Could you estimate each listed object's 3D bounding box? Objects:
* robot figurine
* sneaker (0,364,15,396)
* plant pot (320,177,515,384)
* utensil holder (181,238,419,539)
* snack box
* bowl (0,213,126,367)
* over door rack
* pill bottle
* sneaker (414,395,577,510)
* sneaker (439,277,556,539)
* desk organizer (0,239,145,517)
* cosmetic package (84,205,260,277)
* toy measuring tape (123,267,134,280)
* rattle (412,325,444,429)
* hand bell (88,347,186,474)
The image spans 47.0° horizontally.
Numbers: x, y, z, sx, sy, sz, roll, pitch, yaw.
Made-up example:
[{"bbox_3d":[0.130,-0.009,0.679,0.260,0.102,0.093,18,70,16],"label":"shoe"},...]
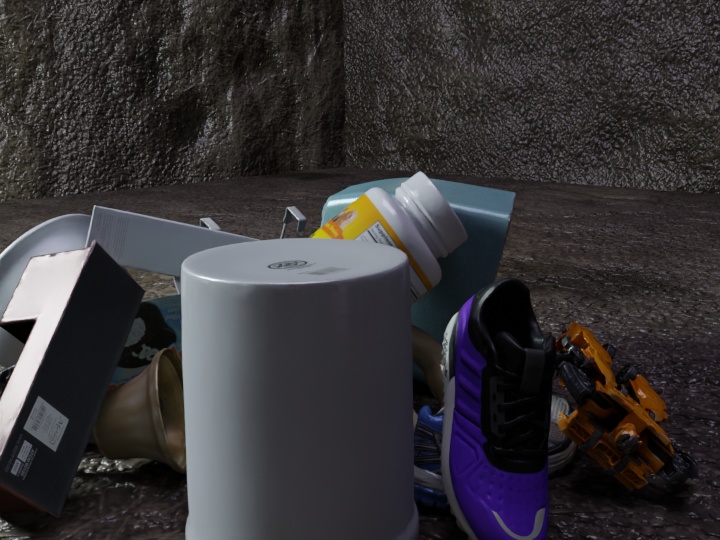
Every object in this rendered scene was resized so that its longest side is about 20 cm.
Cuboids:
[{"bbox_3d":[0.210,0.113,0.699,0.144,0.058,0.200,40,17,2],"label":"robot figurine"},{"bbox_3d":[-0.272,0.116,0.831,0.197,0.071,0.090,-7,-1,-29],"label":"sneaker"},{"bbox_3d":[0.051,-0.006,0.922,0.196,0.199,0.196,16,15,9],"label":"plant pot"},{"bbox_3d":[-0.043,0.090,0.577,0.166,0.204,0.170,-1,11,0],"label":"utensil holder"},{"bbox_3d":[-0.208,0.088,0.794,0.197,0.119,0.037,-10,1,-35],"label":"snack box"},{"bbox_3d":[-0.328,0.046,0.925,0.090,0.203,0.200,36,26,18],"label":"bowl"},{"bbox_3d":[-0.173,-0.012,1.115,0.146,0.201,0.067,-12,55,-38],"label":"over door rack"},{"bbox_3d":[0.000,0.000,0.772,0.199,0.110,0.109,-38,14,1],"label":"pill bottle"},{"bbox_3d":[0.116,0.125,0.677,0.198,0.087,0.076,-12,16,-43],"label":"sneaker"},{"bbox_3d":[0.102,0.093,0.577,0.068,0.203,0.100,7,-34,-17],"label":"sneaker"},{"bbox_3d":[-0.250,0.082,0.652,0.076,0.072,0.203,-7,51,25],"label":"desk organizer"},{"bbox_3d":[-0.190,-0.021,0.812,0.148,0.053,0.200,14,-3,-18],"label":"cosmetic package"},{"bbox_3d":[-0.189,0.046,0.886,0.072,0.201,0.075,-9,52,11],"label":"toy measuring tape"},{"bbox_3d":[0.051,0.135,0.777,0.198,0.144,0.131,8,34,-48],"label":"rattle"},{"bbox_3d":[-0.247,0.139,0.697,0.196,0.106,0.104,-13,12,2],"label":"hand bell"}]
